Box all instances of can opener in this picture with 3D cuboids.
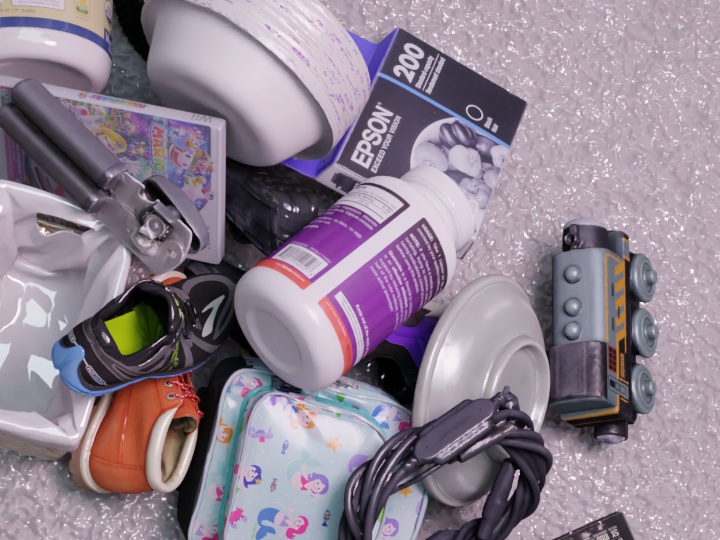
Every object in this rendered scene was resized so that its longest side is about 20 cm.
[{"bbox_3d":[-0.209,-0.079,1.558,0.200,0.053,0.067,44,29,7],"label":"can opener"}]

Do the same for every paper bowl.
[{"bbox_3d":[-0.098,-0.166,1.588,0.200,0.201,0.105,35,70,-2],"label":"paper bowl"}]

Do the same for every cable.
[{"bbox_3d":[0.064,0.188,1.537,0.199,0.164,0.051,-36,47,-13],"label":"cable"}]

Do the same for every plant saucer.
[{"bbox_3d":[0.115,0.106,1.606,0.050,0.200,0.201,12,64,33],"label":"plant saucer"}]

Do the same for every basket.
[{"bbox_3d":[-0.277,0.048,1.580,0.134,0.123,0.202,17,70,-9],"label":"basket"}]

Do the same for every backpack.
[{"bbox_3d":[-0.039,0.172,1.589,0.198,0.150,0.179,13,93,-19],"label":"backpack"}]

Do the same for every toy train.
[{"bbox_3d":[0.214,0.052,1.705,0.114,0.085,0.202,29,59,-53],"label":"toy train"}]

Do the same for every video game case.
[{"bbox_3d":[-0.211,-0.084,1.604,0.198,0.144,0.018,12,39,9],"label":"video game case"}]

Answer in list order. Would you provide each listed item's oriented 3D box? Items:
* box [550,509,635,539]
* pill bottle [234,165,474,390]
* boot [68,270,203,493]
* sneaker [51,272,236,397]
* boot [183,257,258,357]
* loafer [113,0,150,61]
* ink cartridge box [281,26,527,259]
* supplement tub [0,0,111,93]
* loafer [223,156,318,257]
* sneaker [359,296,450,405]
[{"bbox_3d":[0.126,0.288,1.588,0.198,0.164,0.087,-20,79,-20],"label":"box"},{"bbox_3d":[0.000,0.000,1.539,0.200,0.112,0.113,-38,85,-29],"label":"pill bottle"},{"bbox_3d":[-0.163,0.095,1.596,0.075,0.107,0.202,34,66,-44],"label":"boot"},{"bbox_3d":[-0.158,0.045,1.519,0.199,0.083,0.071,-22,77,-52],"label":"sneaker"},{"bbox_3d":[-0.037,-0.008,1.687,0.165,0.066,0.200,46,72,-9],"label":"boot"},{"bbox_3d":[-0.153,-0.206,1.724,0.071,0.073,0.201,-37,95,-25],"label":"loafer"},{"bbox_3d":[0.039,-0.130,1.727,0.199,0.043,0.199,27,49,-4],"label":"ink cartridge box"},{"bbox_3d":[-0.287,-0.256,1.651,0.143,0.144,0.202,3,73,-13],"label":"supplement tub"},{"bbox_3d":[-0.098,-0.059,1.641,0.068,0.200,0.071,5,107,-29],"label":"loafer"},{"bbox_3d":[0.063,0.075,1.679,0.199,0.069,0.100,22,91,-34],"label":"sneaker"}]
